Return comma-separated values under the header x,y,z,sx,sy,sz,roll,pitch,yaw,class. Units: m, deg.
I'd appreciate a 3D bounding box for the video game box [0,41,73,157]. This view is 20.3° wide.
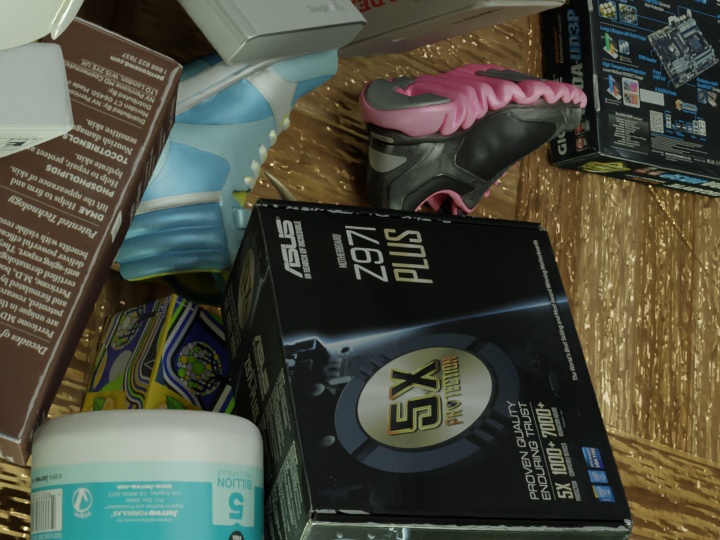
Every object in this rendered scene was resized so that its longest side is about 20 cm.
x,y,z,sx,sy,sz,roll,pitch,yaw,class
-0.257,-0.060,0.871,0.200,0.182,0.047,-3,80,-46,video game box

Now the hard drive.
x,y,z,sx,sy,sz,roll,pitch,yaw,class
-0.093,-0.200,1.097,0.200,0.026,0.132,51,28,10,hard drive

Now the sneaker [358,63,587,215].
x,y,z,sx,sy,sz,roll,pitch,yaw,class
0.070,-0.079,1.294,0.200,0.079,0.096,-13,112,-45,sneaker

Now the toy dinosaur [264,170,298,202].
x,y,z,sx,sy,sz,roll,pitch,yaw,class
0.000,0.000,1.132,0.200,0.101,0.058,50,51,-75,toy dinosaur

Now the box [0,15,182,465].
x,y,z,sx,sy,sz,roll,pitch,yaw,class
-0.156,-0.013,0.977,0.075,0.100,0.201,24,77,-3,box

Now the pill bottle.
x,y,z,sx,sy,sz,roll,pitch,yaw,class
-0.099,0.169,0.934,0.111,0.111,0.201,9,76,-44,pill bottle

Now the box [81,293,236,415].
x,y,z,sx,sy,sz,roll,pitch,yaw,class
-0.115,0.119,1.052,0.064,0.070,0.201,27,63,-33,box

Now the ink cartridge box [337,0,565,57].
x,y,z,sx,sy,sz,roll,pitch,yaw,class
0.031,-0.241,1.223,0.084,0.146,0.201,-8,88,-47,ink cartridge box

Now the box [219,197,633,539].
x,y,z,sx,sy,sz,roll,pitch,yaw,class
0.026,0.069,1.006,0.163,0.086,0.201,5,48,-18,box

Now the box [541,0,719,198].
x,y,z,sx,sy,sz,roll,pitch,yaw,class
0.213,-0.143,1.454,0.200,0.046,0.160,6,77,-44,box

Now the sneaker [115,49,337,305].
x,y,z,sx,sy,sz,roll,pitch,yaw,class
-0.075,-0.056,1.128,0.200,0.079,0.131,-28,99,-35,sneaker

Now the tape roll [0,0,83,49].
x,y,z,sx,sy,sz,roll,pitch,yaw,class
-0.196,-0.185,0.861,0.202,0.071,0.203,23,35,-17,tape roll
